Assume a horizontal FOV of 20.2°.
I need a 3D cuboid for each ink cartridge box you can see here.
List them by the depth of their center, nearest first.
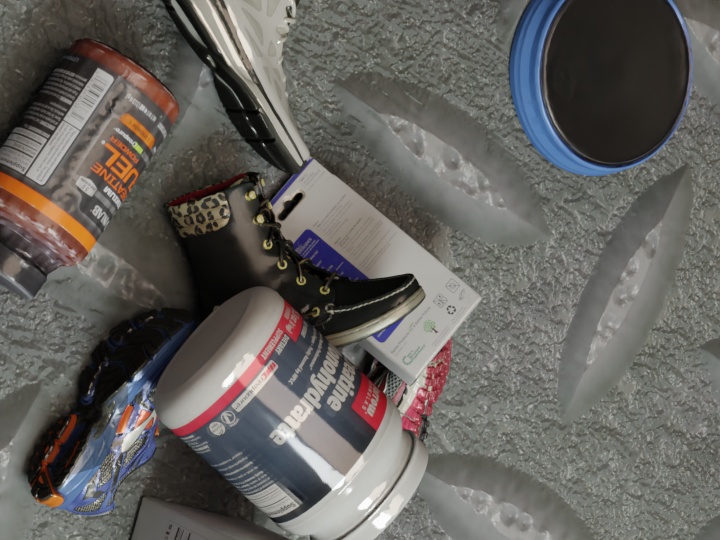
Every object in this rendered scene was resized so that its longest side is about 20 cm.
[{"bbox_3d":[0.000,0.000,1.777,0.200,0.039,0.100,41,74,3],"label":"ink cartridge box"}]

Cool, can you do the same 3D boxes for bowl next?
[{"bbox_3d":[0.234,-0.191,1.920,0.199,0.039,0.202,-4,98,-30],"label":"bowl"}]

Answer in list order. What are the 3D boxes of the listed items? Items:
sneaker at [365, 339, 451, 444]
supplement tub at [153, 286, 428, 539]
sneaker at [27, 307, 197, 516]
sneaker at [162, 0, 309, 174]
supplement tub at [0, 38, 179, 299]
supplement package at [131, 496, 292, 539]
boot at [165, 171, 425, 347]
[{"bbox_3d":[0.031,0.103,1.823,0.081,0.074,0.201,63,44,-67],"label":"sneaker"},{"bbox_3d":[-0.056,0.124,1.640,0.200,0.140,0.141,43,75,-15],"label":"supplement tub"},{"bbox_3d":[-0.198,0.119,1.697,0.078,0.075,0.201,40,82,-40],"label":"sneaker"},{"bbox_3d":[-0.072,-0.188,1.719,0.115,0.076,0.201,-38,111,-19],"label":"sneaker"},{"bbox_3d":[-0.238,-0.078,1.620,0.107,0.107,0.201,38,78,-28],"label":"supplement tub"},{"bbox_3d":[-0.107,0.276,1.686,0.121,0.200,0.121,18,87,-31],"label":"supplement package"},{"bbox_3d":[-0.059,-0.009,1.703,0.073,0.202,0.155,-49,123,-67],"label":"boot"}]
